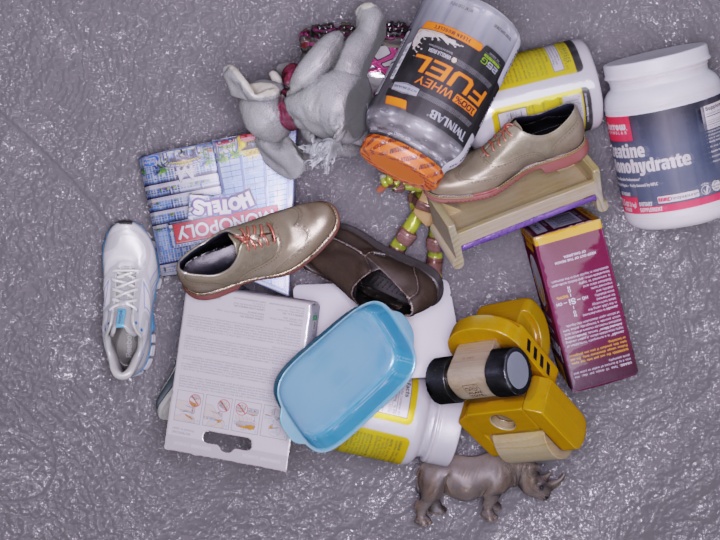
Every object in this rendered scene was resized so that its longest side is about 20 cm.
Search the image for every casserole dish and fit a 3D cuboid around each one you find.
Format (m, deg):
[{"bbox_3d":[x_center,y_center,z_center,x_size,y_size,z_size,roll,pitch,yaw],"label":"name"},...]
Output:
[{"bbox_3d":[-0.022,0.120,1.530,0.200,0.039,0.121,-41,114,-22],"label":"casserole dish"}]

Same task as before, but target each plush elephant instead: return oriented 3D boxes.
[{"bbox_3d":[-0.066,-0.192,1.498,0.155,0.200,0.165,12,139,25],"label":"plush elephant"}]

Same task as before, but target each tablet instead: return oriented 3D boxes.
[{"bbox_3d":[0.022,0.072,1.609,0.200,0.014,0.130,-2,65,-14],"label":"tablet"}]

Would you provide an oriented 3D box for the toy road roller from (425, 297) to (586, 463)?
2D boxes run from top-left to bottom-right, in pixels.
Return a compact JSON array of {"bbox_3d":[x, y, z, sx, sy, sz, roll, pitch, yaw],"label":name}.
[{"bbox_3d":[0.186,0.125,1.583,0.123,0.146,0.200,-12,131,41],"label":"toy road roller"}]

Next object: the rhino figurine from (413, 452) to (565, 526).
[{"bbox_3d":[0.164,0.271,1.680,0.200,0.060,0.088,-5,103,-3],"label":"rhino figurine"}]

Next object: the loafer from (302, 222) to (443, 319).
[{"bbox_3d":[0.000,0.000,1.585,0.200,0.071,0.073,19,126,20],"label":"loafer"}]

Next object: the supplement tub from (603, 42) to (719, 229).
[{"bbox_3d":[0.369,-0.159,1.569,0.140,0.140,0.200,-14,101,0],"label":"supplement tub"}]

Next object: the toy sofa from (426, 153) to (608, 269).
[{"bbox_3d":[0.185,-0.069,1.550,0.200,0.083,0.098,-21,129,-6],"label":"toy sofa"}]

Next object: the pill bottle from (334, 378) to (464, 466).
[{"bbox_3d":[0.021,0.176,1.629,0.200,0.114,0.115,13,99,-5],"label":"pill bottle"}]

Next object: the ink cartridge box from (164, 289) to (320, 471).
[{"bbox_3d":[-0.140,0.124,1.565,0.161,0.050,0.200,8,93,15],"label":"ink cartridge box"}]

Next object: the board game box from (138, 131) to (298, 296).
[{"bbox_3d":[-0.155,-0.058,1.592,0.200,0.062,0.200,-11,91,0],"label":"board game box"}]

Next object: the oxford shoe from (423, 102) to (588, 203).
[{"bbox_3d":[0.161,-0.139,1.503,0.200,0.070,0.075,-23,134,-5],"label":"oxford shoe"}]

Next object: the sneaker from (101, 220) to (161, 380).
[{"bbox_3d":[-0.282,0.040,1.606,0.075,0.087,0.200,-1,99,-1],"label":"sneaker"}]

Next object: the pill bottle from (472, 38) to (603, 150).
[{"bbox_3d":[0.179,-0.201,1.569,0.200,0.111,0.112,-13,101,-1],"label":"pill bottle"}]

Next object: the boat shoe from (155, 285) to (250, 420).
[{"bbox_3d":[-0.192,0.102,1.644,0.200,0.073,0.062,-50,55,13],"label":"boat shoe"}]

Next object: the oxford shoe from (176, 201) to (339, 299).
[{"bbox_3d":[-0.117,-0.026,1.513,0.200,0.075,0.071,-28,74,-2],"label":"oxford shoe"}]

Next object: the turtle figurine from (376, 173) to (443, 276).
[{"bbox_3d":[0.075,-0.076,1.609,0.200,0.064,0.162,11,110,-20],"label":"turtle figurine"}]

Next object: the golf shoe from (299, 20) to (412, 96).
[{"bbox_3d":[0.027,-0.249,1.580,0.200,0.073,0.092,0,117,5],"label":"golf shoe"}]

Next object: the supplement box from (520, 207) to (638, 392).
[{"bbox_3d":[0.267,0.034,1.615,0.086,0.110,0.200,-16,101,1],"label":"supplement box"}]

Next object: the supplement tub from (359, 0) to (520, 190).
[{"bbox_3d":[0.085,-0.198,1.464,0.122,0.123,0.200,27,82,-7],"label":"supplement tub"}]
